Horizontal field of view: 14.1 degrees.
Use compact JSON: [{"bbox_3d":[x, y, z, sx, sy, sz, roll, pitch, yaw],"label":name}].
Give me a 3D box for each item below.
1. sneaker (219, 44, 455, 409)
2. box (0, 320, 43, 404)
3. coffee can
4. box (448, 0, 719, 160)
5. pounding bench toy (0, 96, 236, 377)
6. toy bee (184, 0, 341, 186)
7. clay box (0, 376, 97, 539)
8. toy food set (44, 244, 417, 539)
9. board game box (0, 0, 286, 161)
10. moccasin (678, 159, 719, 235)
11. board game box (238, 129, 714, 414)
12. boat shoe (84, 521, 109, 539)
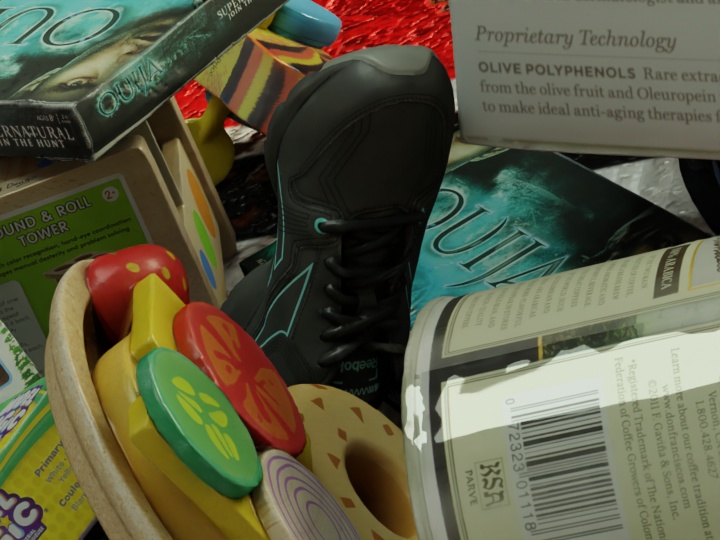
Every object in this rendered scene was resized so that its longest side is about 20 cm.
[{"bbox_3d":[0.000,0.000,1.089,0.075,0.200,0.079,-6,50,-20],"label":"sneaker"},{"bbox_3d":[-0.204,0.096,1.114,0.200,0.137,0.039,-35,-5,-22],"label":"box"},{"bbox_3d":[0.131,0.057,0.913,0.200,0.146,0.146,-13,29,19],"label":"coffee can"},{"bbox_3d":[0.157,-0.149,1.090,0.200,0.171,0.199,4,20,29],"label":"box"},{"bbox_3d":[-0.165,-0.001,1.263,0.200,0.124,0.156,-21,27,5],"label":"pounding bench toy"},{"bbox_3d":[-0.071,-0.103,1.393,0.200,0.109,0.131,9,85,58],"label":"toy bee"},{"bbox_3d":[-0.146,0.110,1.041,0.200,0.048,0.115,-55,11,-22],"label":"clay box"},{"bbox_3d":[-0.029,0.075,0.955,0.049,0.200,0.198,-36,25,14],"label":"toy food set"},{"bbox_3d":[-0.141,-0.095,1.228,0.200,0.028,0.135,4,36,42],"label":"board game box"},{"bbox_3d":[0.168,-0.028,1.119,0.080,0.068,0.200,-30,28,-13],"label":"moccasin"},{"bbox_3d":[0.048,0.001,1.202,0.135,0.028,0.200,-32,29,-14],"label":"board game box"},{"bbox_3d":[-0.077,0.126,1.018,0.072,0.072,0.200,-39,16,-6],"label":"boat shoe"}]
